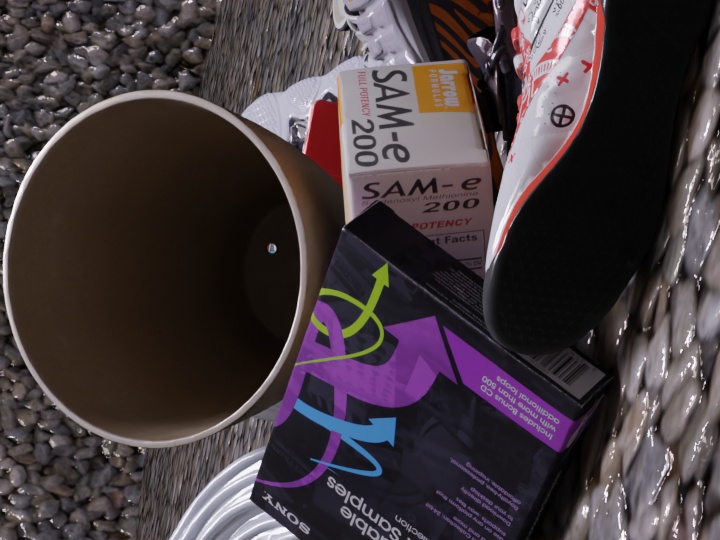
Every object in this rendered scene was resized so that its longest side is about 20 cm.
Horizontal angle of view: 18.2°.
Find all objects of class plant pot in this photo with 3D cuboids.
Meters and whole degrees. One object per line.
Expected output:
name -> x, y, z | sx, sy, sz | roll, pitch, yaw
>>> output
plant pot -> -0.071, 0.000, 1.274 | 0.200, 0.186, 0.189 | 1, -79, -66

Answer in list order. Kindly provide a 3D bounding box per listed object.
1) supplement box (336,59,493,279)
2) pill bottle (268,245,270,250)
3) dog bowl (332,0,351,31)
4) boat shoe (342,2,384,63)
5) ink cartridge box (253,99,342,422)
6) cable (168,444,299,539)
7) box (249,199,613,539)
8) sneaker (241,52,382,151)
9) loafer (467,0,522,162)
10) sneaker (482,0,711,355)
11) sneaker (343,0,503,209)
supplement box -> 0.032, 0.009, 1.164 | 0.126, 0.073, 0.201 | -96, 1, -62
pill bottle -> -0.061, -0.022, 1.552 | 0.112, 0.198, 0.113 | -170, 90, -81
dog bowl -> 0.036, -0.266, 1.627 | 0.200, 0.073, 0.202 | -170, 90, -80
boat shoe -> 0.022, -0.165, 1.420 | 0.072, 0.065, 0.201 | -110, 4, -48
ink cartridge box -> 0.000, 0.000, 1.413 | 0.067, 0.115, 0.202 | -138, 60, -81
cable -> -0.029, 0.197, 1.223 | 0.199, 0.069, 0.201 | 24, 90, 41
box -> 0.028, 0.083, 1.088 | 0.036, 0.143, 0.201 | -37, -24, -42
sneaker -> 0.010, -0.095, 1.613 | 0.199, 0.115, 0.076 | -12, 63, 43
loafer -> 0.081, -0.133, 1.163 | 0.072, 0.062, 0.202 | -76, -9, -79
sneaker -> 0.097, -0.068, 1.021 | 0.108, 0.067, 0.203 | -129, 55, -71
sneaker -> 0.067, -0.129, 1.284 | 0.077, 0.111, 0.201 | -5, 108, 68
